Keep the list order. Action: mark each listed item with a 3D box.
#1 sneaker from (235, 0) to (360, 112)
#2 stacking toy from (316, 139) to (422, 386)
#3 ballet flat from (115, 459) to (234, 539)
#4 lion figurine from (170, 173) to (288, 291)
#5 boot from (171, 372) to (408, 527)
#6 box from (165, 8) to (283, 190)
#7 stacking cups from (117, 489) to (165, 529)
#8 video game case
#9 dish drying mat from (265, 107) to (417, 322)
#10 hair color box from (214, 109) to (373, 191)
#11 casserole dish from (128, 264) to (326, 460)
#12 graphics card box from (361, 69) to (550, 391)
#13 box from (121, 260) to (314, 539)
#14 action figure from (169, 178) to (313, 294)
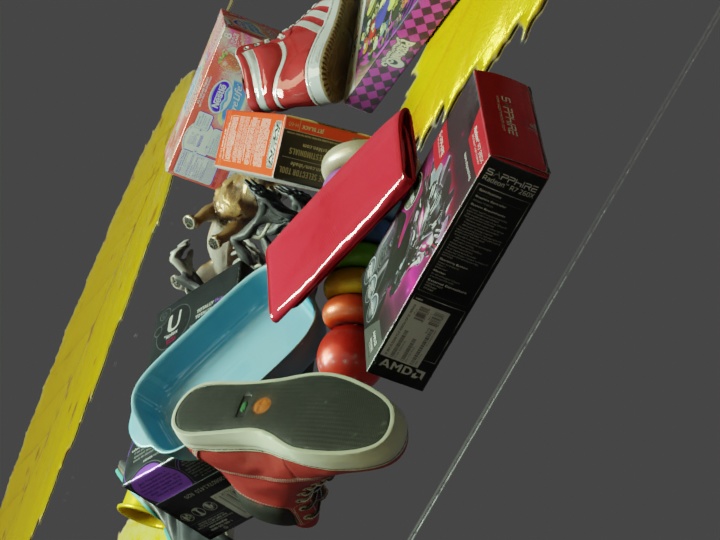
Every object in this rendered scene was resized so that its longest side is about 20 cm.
[{"bbox_3d":[-0.056,-0.224,1.706,0.112,0.071,0.200,-10,34,25],"label":"sneaker"},{"bbox_3d":[0.000,0.000,1.367,0.085,0.085,0.201,136,145,-59],"label":"stacking toy"},{"bbox_3d":[-0.162,0.222,1.599,0.200,0.073,0.073,44,115,50],"label":"ballet flat"},{"bbox_3d":[-0.146,-0.028,1.905,0.122,0.072,0.200,-37,-23,-48],"label":"lion figurine"},{"bbox_3d":[-0.030,0.148,1.307,0.199,0.144,0.073,-1,49,35],"label":"boot"},{"bbox_3d":[-0.162,-0.207,2.124,0.095,0.102,0.201,-110,41,-67],"label":"box"},{"bbox_3d":[-0.180,0.159,1.732,0.060,0.060,0.201,-38,28,63],"label":"stacking cups"},{"bbox_3d":[0.046,-0.273,1.606,0.200,0.036,0.182,131,152,-54],"label":"video game case"},{"bbox_3d":[-0.017,-0.040,1.331,0.200,0.018,0.077,-46,39,42],"label":"dish drying mat"},{"bbox_3d":[-0.060,-0.109,1.612,0.200,0.101,0.062,-161,84,-68],"label":"hair color box"},{"bbox_3d":[-0.104,0.079,1.408,0.200,0.039,0.121,-43,37,1],"label":"casserole dish"},{"bbox_3d":[0.063,-0.029,1.225,0.126,0.051,0.200,-94,27,-55],"label":"graphics card box"},{"bbox_3d":[-0.120,0.114,1.522,0.122,0.106,0.201,-30,38,34],"label":"box"},{"bbox_3d":[-0.121,0.002,1.711,0.102,0.119,0.200,42,115,26],"label":"action figure"}]
